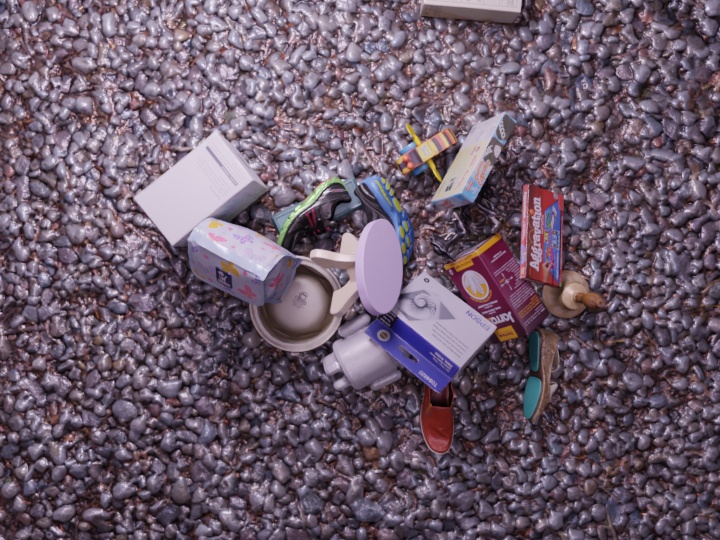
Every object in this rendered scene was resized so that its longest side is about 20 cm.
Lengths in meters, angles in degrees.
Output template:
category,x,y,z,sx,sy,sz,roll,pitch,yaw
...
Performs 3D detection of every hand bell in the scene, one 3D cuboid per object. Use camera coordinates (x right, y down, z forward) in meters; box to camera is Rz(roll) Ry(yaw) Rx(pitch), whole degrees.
category,x,y,z,sx,sy,sz,roll,pitch,yaw
hand bell,0.445,0.057,1.336,0.104,0.200,0.105,0,94,-1

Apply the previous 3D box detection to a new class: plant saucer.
category,x,y,z,sx,sy,sz,roll,pitch,yaw
plant saucer,-0.089,-0.127,1.411,0.200,0.019,0.070,-26,93,0

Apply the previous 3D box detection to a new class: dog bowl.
category,x,y,z,sx,sy,sz,roll,pitch,yaw
dog bowl,-0.131,0.068,1.393,0.199,0.074,0.201,0,92,0

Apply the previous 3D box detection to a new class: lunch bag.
category,x,y,z,sx,sy,sz,roll,pitch,yaw
lunch bag,-0.224,-0.015,1.256,0.169,0.200,0.127,26,89,7

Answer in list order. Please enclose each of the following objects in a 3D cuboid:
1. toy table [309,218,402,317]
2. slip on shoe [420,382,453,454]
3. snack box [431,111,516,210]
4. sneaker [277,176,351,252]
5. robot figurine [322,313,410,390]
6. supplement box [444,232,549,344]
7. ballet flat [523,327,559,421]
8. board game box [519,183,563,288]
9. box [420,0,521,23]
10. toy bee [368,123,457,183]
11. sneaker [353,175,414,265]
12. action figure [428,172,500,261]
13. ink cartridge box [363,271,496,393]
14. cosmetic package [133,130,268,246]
category,x,y,z,sx,sy,sz,roll,pitch,yaw
toy table,0.000,0.000,1.319,0.117,0.200,0.184,-14,133,37
slip on shoe,0.167,0.296,1.415,0.074,0.061,0.201,1,94,-3
snack box,0.227,-0.217,1.333,0.037,0.116,0.200,35,75,-18
sneaker,-0.097,-0.102,1.366,0.084,0.077,0.200,43,93,1
robot figurine,0.021,0.171,1.380,0.200,0.113,0.170,-30,112,1
supplement box,0.279,0.040,1.366,0.086,0.110,0.200,-34,93,-35
ballet flat,0.392,0.224,1.413,0.065,0.071,0.201,3,97,-15
board game box,0.376,-0.071,1.370,0.103,0.019,0.201,13,75,-27
box,0.228,-0.571,1.362,0.199,0.078,0.095,6,93,-1
toy bee,0.118,-0.225,1.364,0.131,0.109,0.200,36,92,-4
sneaker,0.051,-0.102,1.392,0.083,0.071,0.200,-16,110,37
action figure,0.227,-0.109,1.361,0.102,0.119,0.200,38,86,-5
ink cartridge box,0.142,0.117,1.331,0.199,0.041,0.200,38,52,16
cosmetic package,-0.306,-0.152,1.315,0.200,0.199,0.123,-38,91,2
